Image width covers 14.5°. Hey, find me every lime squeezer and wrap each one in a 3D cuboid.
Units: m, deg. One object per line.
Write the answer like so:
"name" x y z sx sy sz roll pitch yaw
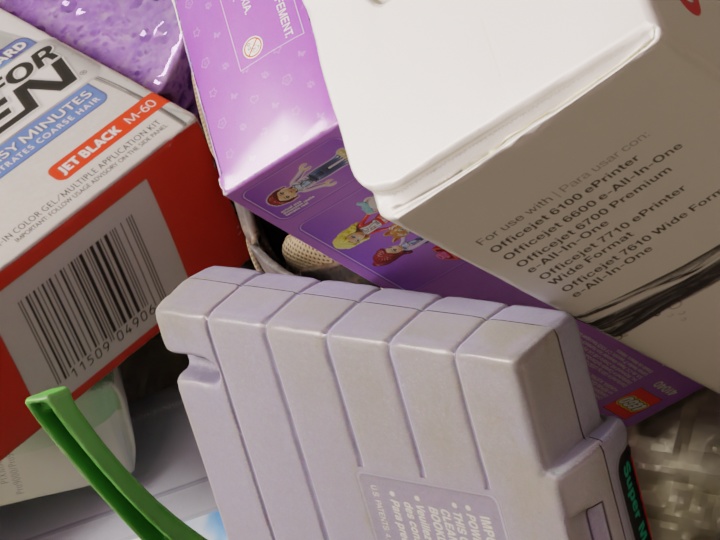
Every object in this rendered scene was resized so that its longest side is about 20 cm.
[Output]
"lime squeezer" -0.041 0.122 0.806 0.038 0.071 0.200 -12 96 19

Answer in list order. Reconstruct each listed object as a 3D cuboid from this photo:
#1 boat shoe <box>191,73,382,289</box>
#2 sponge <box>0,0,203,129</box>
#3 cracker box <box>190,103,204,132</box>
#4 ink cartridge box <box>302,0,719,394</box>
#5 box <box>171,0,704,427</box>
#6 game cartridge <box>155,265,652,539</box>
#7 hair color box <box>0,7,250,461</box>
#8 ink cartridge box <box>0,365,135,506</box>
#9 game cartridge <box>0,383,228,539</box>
"boat shoe" 0.000 0.000 0.815 0.074 0.073 0.200 -33 78 13
"sponge" -0.044 -0.154 0.901 0.112 0.030 0.200 34 98 43
"cracker box" -0.018 -0.125 0.927 0.134 0.058 0.200 24 91 43
"ink cartridge box" 0.076 -0.059 0.722 0.084 0.200 0.145 -33 55 25
"box" 0.020 -0.049 0.767 0.039 0.200 0.137 -30 57 22
"game cartridge" 0.026 0.095 0.741 0.130 0.038 0.200 5 121 38
"hair color box" -0.142 -0.030 0.892 0.111 0.064 0.200 -40 43 -22
"ink cartridge box" -0.182 0.023 0.922 0.200 0.050 0.161 -12 40 -6
"game cartridge" -0.061 0.133 0.882 0.133 0.040 0.200 -20 62 30
